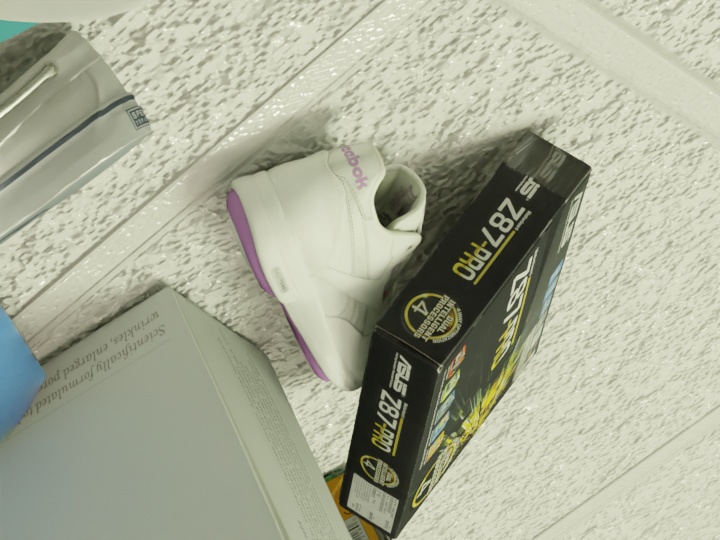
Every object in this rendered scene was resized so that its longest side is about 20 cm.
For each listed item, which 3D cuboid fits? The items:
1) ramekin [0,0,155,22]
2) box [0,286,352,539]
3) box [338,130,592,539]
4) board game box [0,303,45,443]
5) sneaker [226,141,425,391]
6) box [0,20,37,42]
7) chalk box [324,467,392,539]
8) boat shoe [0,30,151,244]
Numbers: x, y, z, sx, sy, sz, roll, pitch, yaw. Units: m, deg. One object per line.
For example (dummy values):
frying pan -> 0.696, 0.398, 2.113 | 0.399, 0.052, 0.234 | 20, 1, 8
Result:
ramekin -> -0.114, -0.167, 0.672 | 0.199, 0.098, 0.201 | 10, 148, 6
box -> -0.119, 0.154, 1.181 | 0.198, 0.201, 0.131 | -31, 153, 9
box -> 0.056, 0.040, 1.224 | 0.161, 0.049, 0.201 | -52, 165, -31
board game box -> -0.247, 0.056, 1.081 | 0.158, 0.039, 0.200 | -34, 151, -9
sneaker -> 0.000, 0.000, 1.157 | 0.099, 0.075, 0.200 | -26, 152, 1
box -> -0.199, -0.104, 0.816 | 0.199, 0.083, 0.049 | -27, 153, 1
chalk box -> -0.017, 0.245, 1.492 | 0.123, 0.125, 0.200 | -26, 150, -1
boat shoe -> -0.189, -0.032, 0.962 | 0.199, 0.066, 0.074 | -34, -177, -2
